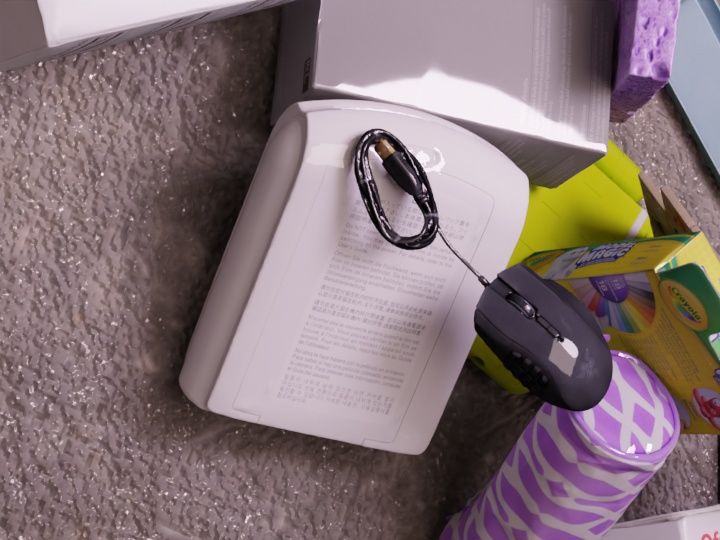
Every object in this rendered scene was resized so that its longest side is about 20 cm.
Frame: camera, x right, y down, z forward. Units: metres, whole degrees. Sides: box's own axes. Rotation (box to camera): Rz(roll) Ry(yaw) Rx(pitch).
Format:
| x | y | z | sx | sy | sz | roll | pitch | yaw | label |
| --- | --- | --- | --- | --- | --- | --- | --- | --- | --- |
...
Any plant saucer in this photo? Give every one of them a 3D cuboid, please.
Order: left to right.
| x | y | z | sx | sy | sz | roll | pitch | yaw | label |
| --- | --- | --- | --- | --- | --- | --- | --- | --- | --- |
| 0.260 | -0.100 | 1.429 | 0.070 | 0.019 | 0.201 | -39 | 106 | -25 | plant saucer |

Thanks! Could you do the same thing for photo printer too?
| x | y | z | sx | sy | sz | roll | pitch | yaw | label |
| --- | --- | --- | --- | --- | --- | --- | --- | --- | --- |
| 0.000 | 0.000 | 1.202 | 0.165 | 0.070 | 0.202 | 13 | 110 | -26 | photo printer |

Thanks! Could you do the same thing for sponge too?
| x | y | z | sx | sy | sz | roll | pitch | yaw | label |
| --- | --- | --- | --- | --- | --- | --- | --- | --- | --- |
| 0.171 | -0.160 | 1.282 | 0.029 | 0.200 | 0.113 | 5 | 86 | 0 | sponge |

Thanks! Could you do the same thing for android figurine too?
| x | y | z | sx | sy | sz | roll | pitch | yaw | label |
| --- | --- | --- | --- | --- | --- | --- | --- | --- | --- |
| 0.131 | -0.006 | 1.339 | 0.200 | 0.041 | 0.183 | 38 | 71 | -23 | android figurine |

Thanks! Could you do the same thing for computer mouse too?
| x | y | z | sx | sy | sz | roll | pitch | yaw | label |
| --- | --- | --- | --- | --- | --- | --- | --- | --- | --- |
| 0.069 | -0.001 | 1.131 | 0.200 | 0.034 | 0.059 | 45 | 73 | -7 | computer mouse |

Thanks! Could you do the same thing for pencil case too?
| x | y | z | sx | sy | sz | roll | pitch | yaw | label |
| --- | --- | --- | --- | --- | --- | --- | --- | --- | --- |
| 0.116 | 0.132 | 1.235 | 0.083 | 0.200 | 0.086 | 3 | 51 | -30 | pencil case |

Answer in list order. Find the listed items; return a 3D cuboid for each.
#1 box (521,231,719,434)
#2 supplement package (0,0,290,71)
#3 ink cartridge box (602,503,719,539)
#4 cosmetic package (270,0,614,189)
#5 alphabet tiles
| x | y | z | sx | sy | sz | roll | pitch | yaw | label |
| --- | --- | --- | --- | --- | --- | --- | --- | --- | --- |
| 0.172 | 0.039 | 1.224 | 0.048 | 0.200 | 0.118 | -37 | 104 | -24 | box |
| -0.132 | -0.226 | 1.132 | 0.199 | 0.147 | 0.193 | -17 | 96 | -29 | supplement package |
| 0.227 | 0.255 | 1.328 | 0.145 | 0.083 | 0.202 | 1 | 79 | -50 | ink cartridge box |
| 0.051 | -0.126 | 1.247 | 0.198 | 0.090 | 0.108 | 12 | 72 | -16 | cosmetic package |
| 0.231 | 0.034 | 1.259 | 0.006 | 0.167 | 0.201 | -31 | 61 | -1 | alphabet tiles |
